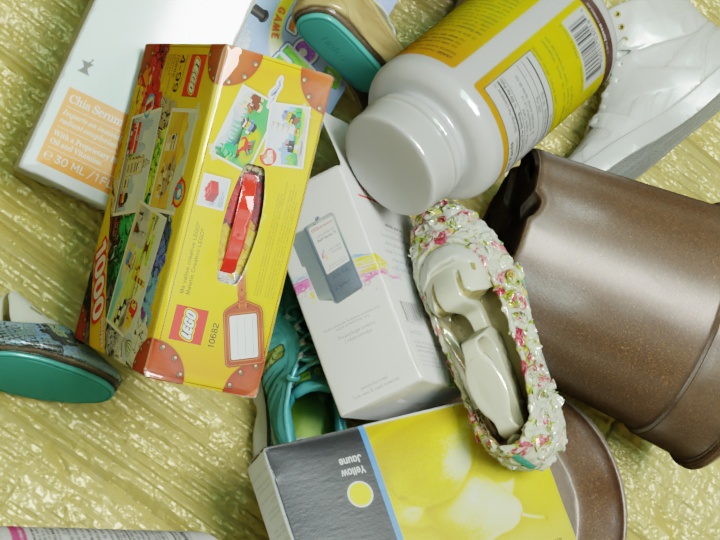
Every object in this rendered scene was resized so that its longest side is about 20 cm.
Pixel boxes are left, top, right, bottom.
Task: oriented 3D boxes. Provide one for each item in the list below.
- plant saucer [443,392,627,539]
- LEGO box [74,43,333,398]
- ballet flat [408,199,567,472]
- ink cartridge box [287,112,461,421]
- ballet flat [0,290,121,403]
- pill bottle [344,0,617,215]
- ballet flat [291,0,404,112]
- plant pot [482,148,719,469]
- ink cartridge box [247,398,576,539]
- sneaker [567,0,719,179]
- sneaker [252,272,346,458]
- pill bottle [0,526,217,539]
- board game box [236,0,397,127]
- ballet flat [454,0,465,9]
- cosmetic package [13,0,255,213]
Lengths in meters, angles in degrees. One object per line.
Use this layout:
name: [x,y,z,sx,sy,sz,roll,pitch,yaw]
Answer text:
plant saucer: [0.100,0.178,1.253,0.199,0.037,0.202,5,77,-21]
LEGO box: [-0.102,-0.036,1.078,0.077,0.149,0.201,13,90,-27]
ballet flat: [0.080,0.038,1.135,0.064,0.075,0.201,13,49,-62]
ink cartridge box: [0.000,0.000,1.192,0.067,0.117,0.201,-25,74,17]
ballet flat: [-0.253,0.041,1.126,0.199,0.074,0.075,10,76,-23]
pill bottle: [0.081,-0.123,1.177,0.200,0.109,0.109,-41,95,-33]
ballet flat: [0.024,-0.142,1.245,0.200,0.068,0.063,51,45,-38]
plant pot: [0.185,0.015,1.246,0.197,0.200,0.201,22,72,-8]
ink cartridge box: [0.049,0.192,1.117,0.197,0.047,0.201,-11,67,-26]
sneaker: [0.202,-0.139,1.350,0.200,0.074,0.116,-37,75,-15]
sneaker: [-0.038,0.068,1.196,0.077,0.080,0.201,-7,79,-23]
pill bottle: [-0.145,0.224,1.103,0.199,0.113,0.114,5,77,-21]
board game box: [-0.081,-0.211,1.261,0.200,0.037,0.152,34,68,-13]
ballet flat: [0.104,-0.193,1.307,0.068,0.063,0.201,18,73,-20]
cosmetic package: [-0.150,-0.139,1.173,0.101,0.071,0.201,24,86,-14]
